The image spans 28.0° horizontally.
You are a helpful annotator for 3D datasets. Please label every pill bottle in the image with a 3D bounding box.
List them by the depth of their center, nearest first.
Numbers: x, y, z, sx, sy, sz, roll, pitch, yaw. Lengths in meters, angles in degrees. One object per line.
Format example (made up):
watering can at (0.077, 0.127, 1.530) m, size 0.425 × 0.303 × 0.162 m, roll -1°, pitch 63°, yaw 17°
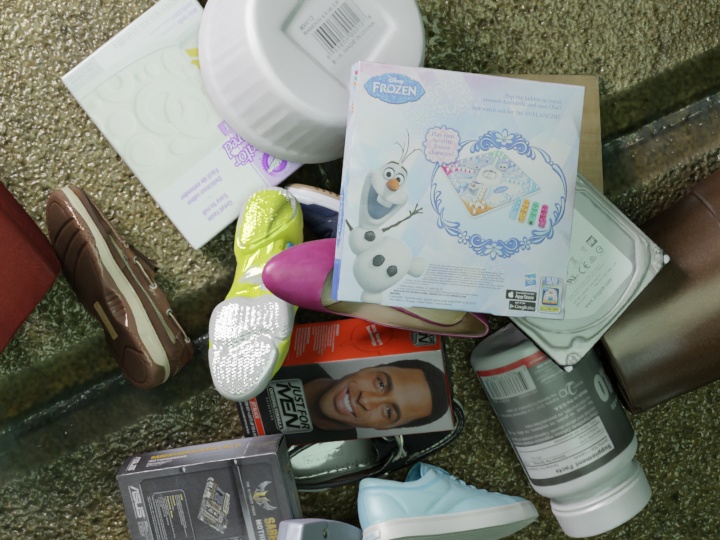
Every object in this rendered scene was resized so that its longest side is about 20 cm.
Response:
pill bottle at (0.197, 0.146, 1.395) m, size 0.113 × 0.114 × 0.201 m, roll -28°, pitch 99°, yaw -5°

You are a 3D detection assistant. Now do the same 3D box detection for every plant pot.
plant pot at (-0.375, -0.010, 1.264) m, size 0.176 × 0.200 × 0.200 m, roll 37°, pitch 89°, yaw -20°
plant pot at (0.309, 0.025, 1.370) m, size 0.197 × 0.200 × 0.201 m, roll -27°, pitch 98°, yaw 2°

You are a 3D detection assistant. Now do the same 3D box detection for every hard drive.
hard drive at (0.156, -0.027, 1.280) m, size 0.200 × 0.038 × 0.140 m, roll 43°, pitch 89°, yaw -2°

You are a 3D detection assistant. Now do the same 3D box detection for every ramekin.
ramekin at (-0.038, -0.205, 1.305) m, size 0.199 × 0.098 × 0.202 m, roll 5°, pitch 80°, yaw -25°

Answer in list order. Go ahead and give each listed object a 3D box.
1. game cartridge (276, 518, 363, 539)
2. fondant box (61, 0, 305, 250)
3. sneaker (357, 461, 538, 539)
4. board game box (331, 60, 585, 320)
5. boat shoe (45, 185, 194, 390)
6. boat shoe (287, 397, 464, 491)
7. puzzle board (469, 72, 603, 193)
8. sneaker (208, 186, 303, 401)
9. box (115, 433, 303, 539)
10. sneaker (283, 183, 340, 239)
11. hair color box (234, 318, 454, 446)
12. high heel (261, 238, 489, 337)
game cartridge at (-0.023, 0.304, 1.342) m, size 0.040 × 0.200 × 0.134 m, roll 0°, pitch 67°, yaw 32°
fondant box at (-0.160, -0.142, 1.346) m, size 0.144 × 0.058 × 0.200 m, roll -39°, pitch 100°, yaw -4°
sneaker at (0.086, 0.220, 1.394) m, size 0.199 × 0.074 × 0.083 m, roll 3°, pitch 63°, yaw -35°
board game box at (0.083, -0.066, 1.225) m, size 0.198 × 0.043 × 0.201 m, roll 5°, pitch 92°, yaw -10°
boat shoe at (-0.222, 0.009, 1.353) m, size 0.075 × 0.075 × 0.203 m, roll -28°, pitch 92°, yaw -40°
boat shoe at (0.009, 0.167, 1.395) m, size 0.198 × 0.060 × 0.075 m, roll -10°, pitch 99°, yaw -7°
puzzle board at (0.138, -0.115, 1.399) m, size 0.198 × 0.017 × 0.152 m, roll -1°, pitch 85°, yaw -11°
sneaker at (-0.084, 0.030, 1.319) m, size 0.075 × 0.105 × 0.202 m, roll 10°, pitch 73°, yaw 11°
box at (-0.129, 0.263, 1.357) m, size 0.157 × 0.048 × 0.202 m, roll -10°, pitch 104°, yaw 9°
sneaker at (0.000, 0.000, 1.375) m, size 0.199 × 0.070 × 0.109 m, roll 26°, pitch 89°, yaw -13°
hair color box at (-0.017, 0.102, 1.343) m, size 0.198 × 0.061 × 0.102 m, roll -7°, pitch 126°, yaw 7°
high heel at (0.015, 0.025, 1.252) m, size 0.199 × 0.096 × 0.068 m, roll 13°, pitch 107°, yaw -32°
